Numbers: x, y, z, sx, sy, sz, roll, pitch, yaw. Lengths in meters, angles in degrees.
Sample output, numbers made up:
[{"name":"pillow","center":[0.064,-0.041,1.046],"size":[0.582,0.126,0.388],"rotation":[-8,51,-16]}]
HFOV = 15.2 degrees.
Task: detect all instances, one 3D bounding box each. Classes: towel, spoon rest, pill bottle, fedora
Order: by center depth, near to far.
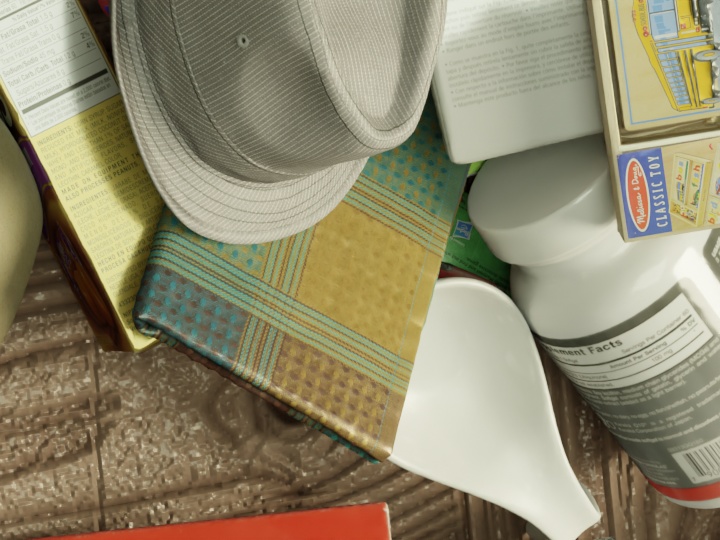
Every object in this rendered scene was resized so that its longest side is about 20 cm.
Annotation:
[{"name":"fedora","center":[-0.022,-0.114,1.184],"size":[0.176,0.090,0.201],"rotation":[-7,93,-45]},{"name":"towel","center":[-0.023,-0.025,1.259],"size":[0.146,0.022,0.201],"rotation":[31,54,-21]},{"name":"spoon rest","center":[0.065,0.079,1.349],"size":[0.099,0.061,0.200],"rotation":[-44,129,-2]},{"name":"pill bottle","center":[0.147,0.015,1.356],"size":[0.116,0.116,0.200],"rotation":[-43,118,-8]}]

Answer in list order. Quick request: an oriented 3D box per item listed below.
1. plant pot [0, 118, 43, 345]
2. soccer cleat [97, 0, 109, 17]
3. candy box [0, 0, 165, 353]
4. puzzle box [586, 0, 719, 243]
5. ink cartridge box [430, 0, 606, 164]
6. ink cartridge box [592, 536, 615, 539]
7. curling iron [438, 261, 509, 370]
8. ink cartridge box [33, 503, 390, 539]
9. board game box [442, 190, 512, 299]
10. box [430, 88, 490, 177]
[{"name":"plant pot","center":[-0.226,-0.020,1.237],"size":[0.134,0.200,0.201],"rotation":[-35,104,-27]},{"name":"soccer cleat","center":[-0.077,-0.205,1.239],"size":[0.067,0.076,0.201],"rotation":[-1,107,-53]},{"name":"candy box","center":[-0.137,-0.060,1.275],"size":[0.056,0.117,0.201],"rotation":[-26,94,-12]},{"name":"puzzle box","center":[0.170,-0.120,1.236],"size":[0.132,0.025,0.201],"rotation":[-10,106,1]},{"name":"ink cartridge box","center":[0.119,-0.156,1.258],"size":[0.199,0.044,0.174],"rotation":[-13,105,1]},{"name":"ink cartridge box","center":[0.085,0.204,1.345],"size":[0.200,0.039,0.100],"rotation":[-18,92,-58]},{"name":"curling iron","center":[0.000,0.000,1.323],"size":[0.200,0.026,0.050],"rotation":[26,92,-38]},{"name":"ink cartridge box","center":[-0.072,0.213,1.328],"size":[0.199,0.044,0.174],"rotation":[-7,98,7]},{"name":"board game box","center":[0.000,-0.012,1.379],"size":[0.200,0.023,0.105],"rotation":[31,84,-16]},{"name":"box","center":[-0.031,-0.121,1.335],"size":[0.144,0.036,0.201],"rotation":[-20,96,-20]}]
